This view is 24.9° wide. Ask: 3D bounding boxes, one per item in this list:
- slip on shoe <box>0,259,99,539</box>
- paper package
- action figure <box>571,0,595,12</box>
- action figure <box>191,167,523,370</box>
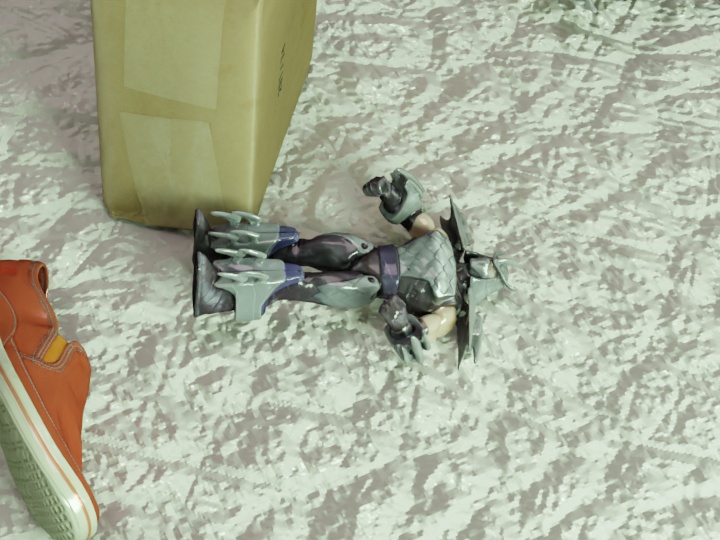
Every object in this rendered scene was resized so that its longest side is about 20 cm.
[{"bbox_3d":[-0.176,0.064,0.901,0.061,0.074,0.200,-13,47,-19],"label":"slip on shoe"},{"bbox_3d":[-0.091,-0.158,1.009,0.103,0.200,0.191,11,49,5],"label":"paper package"},{"bbox_3d":[0.206,-0.230,1.164,0.199,0.070,0.130,-4,43,-13],"label":"action figure"},{"bbox_3d":[0.000,0.000,0.968,0.199,0.070,0.130,1,45,-8],"label":"action figure"}]
